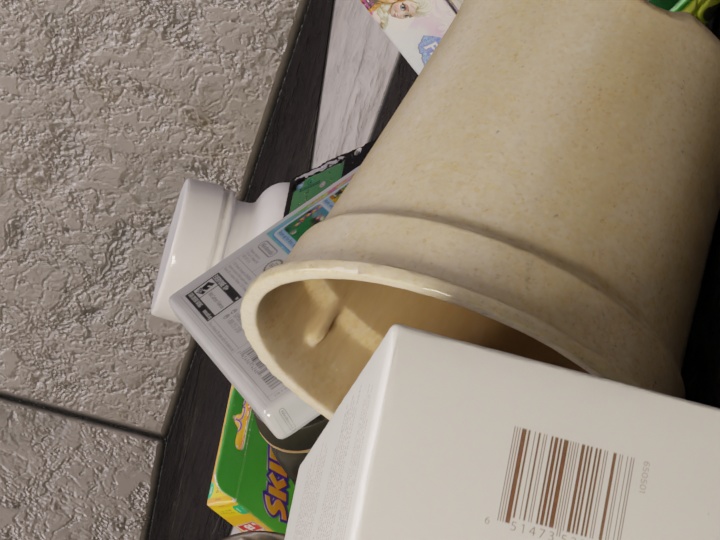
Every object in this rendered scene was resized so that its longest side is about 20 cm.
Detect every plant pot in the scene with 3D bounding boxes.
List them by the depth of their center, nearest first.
[{"bbox_3d":[0.075,-0.022,1.296,0.201,0.200,0.184,121,174,-67],"label":"plant pot"}]

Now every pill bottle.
[{"bbox_3d":[-0.026,0.011,1.903,0.120,0.199,0.120,-165,90,-84],"label":"pill bottle"}]

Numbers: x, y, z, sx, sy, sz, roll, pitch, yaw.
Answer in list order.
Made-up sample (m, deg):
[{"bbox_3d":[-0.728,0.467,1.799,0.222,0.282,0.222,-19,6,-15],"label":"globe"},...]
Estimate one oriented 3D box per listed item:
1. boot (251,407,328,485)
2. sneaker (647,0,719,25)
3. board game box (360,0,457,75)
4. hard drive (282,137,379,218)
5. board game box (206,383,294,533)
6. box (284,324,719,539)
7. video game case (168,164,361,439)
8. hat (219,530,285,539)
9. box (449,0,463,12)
[{"bbox_3d":[0.035,0.061,1.647,0.078,0.199,0.139,49,164,38],"label":"boot"},{"bbox_3d":[0.152,-0.211,1.413,0.074,0.083,0.201,157,128,-82],"label":"sneaker"},{"bbox_3d":[0.056,-0.167,1.661,0.041,0.200,0.200,-23,41,21],"label":"board game box"},{"bbox_3d":[0.033,-0.027,1.757,0.199,0.038,0.140,-23,41,33],"label":"hard drive"},{"bbox_3d":[-0.027,0.135,1.797,0.030,0.200,0.096,-11,52,31],"label":"board game box"},{"bbox_3d":[0.054,0.118,1.210,0.200,0.151,0.107,119,164,-67],"label":"box"},{"bbox_3d":[0.000,0.000,1.591,0.182,0.024,0.200,-34,24,-6],"label":"video game case"},{"bbox_3d":[-0.008,0.195,1.492,0.081,0.200,0.201,-55,-11,-50],"label":"hat"},{"bbox_3d":[0.068,-0.139,1.531,0.041,0.200,0.039,-37,27,6],"label":"box"}]
